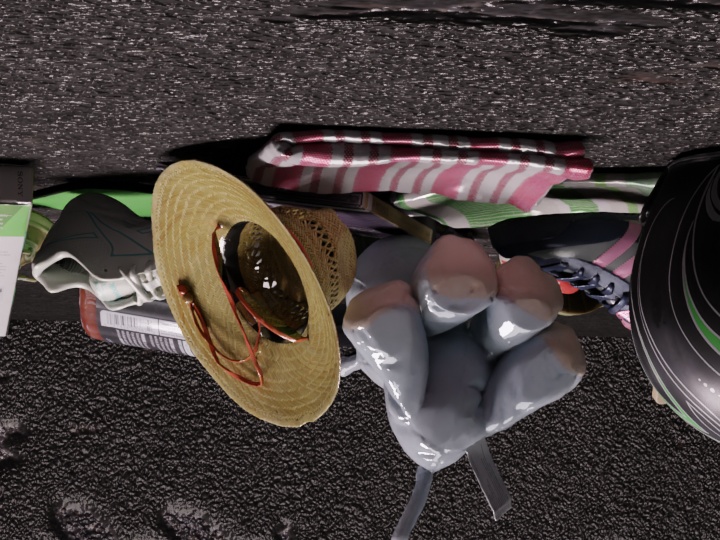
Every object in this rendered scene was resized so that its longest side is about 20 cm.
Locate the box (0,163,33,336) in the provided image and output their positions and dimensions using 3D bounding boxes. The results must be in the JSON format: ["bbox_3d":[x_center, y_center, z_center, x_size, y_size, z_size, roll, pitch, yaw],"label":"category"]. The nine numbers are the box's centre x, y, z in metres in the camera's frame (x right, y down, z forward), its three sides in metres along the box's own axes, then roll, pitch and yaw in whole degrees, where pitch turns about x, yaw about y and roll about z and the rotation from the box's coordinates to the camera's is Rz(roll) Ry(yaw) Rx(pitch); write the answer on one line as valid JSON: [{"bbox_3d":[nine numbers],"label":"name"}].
[{"bbox_3d":[-0.311,-0.014,1.501,0.144,0.037,0.200,3,152,-14],"label":"box"}]

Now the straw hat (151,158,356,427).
[{"bbox_3d":[-0.049,-0.001,1.395,0.085,0.202,0.201,-30,-167,-31],"label":"straw hat"}]

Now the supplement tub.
[{"bbox_3d":[-0.124,0.019,1.760,0.199,0.108,0.107,9,177,11],"label":"supplement tub"}]

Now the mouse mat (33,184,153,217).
[{"bbox_3d":[-0.156,-0.051,1.654,0.199,0.008,0.161,5,174,-31],"label":"mouse mat"}]

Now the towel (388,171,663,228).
[{"bbox_3d":[0.133,-0.049,1.504,0.199,0.024,0.152,0,175,18],"label":"towel"}]

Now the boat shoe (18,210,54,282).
[{"bbox_3d":[-0.301,-0.022,1.647,0.073,0.063,0.200,2,173,26],"label":"boat shoe"}]

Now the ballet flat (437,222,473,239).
[{"bbox_3d":[0.063,-0.012,1.832,0.072,0.072,0.200,1,175,7],"label":"ballet flat"}]

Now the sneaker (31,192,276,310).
[{"bbox_3d":[-0.144,-0.002,1.515,0.199,0.071,0.080,5,-141,29],"label":"sneaker"}]

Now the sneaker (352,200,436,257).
[{"bbox_3d":[0.000,0.000,1.679,0.070,0.100,0.200,1,177,-26],"label":"sneaker"}]

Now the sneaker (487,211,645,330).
[{"bbox_3d":[0.180,0.002,1.495,0.199,0.083,0.070,4,175,-24],"label":"sneaker"}]

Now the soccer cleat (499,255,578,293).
[{"bbox_3d":[0.145,-0.015,1.678,0.085,0.069,0.200,-5,179,17],"label":"soccer cleat"}]

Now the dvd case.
[{"bbox_3d":[-0.042,-0.045,1.508,0.148,0.016,0.200,8,176,16],"label":"dvd case"}]

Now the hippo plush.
[{"bbox_3d":[0.064,0.052,1.492,0.158,0.201,0.161,-15,-160,-5],"label":"hippo plush"}]

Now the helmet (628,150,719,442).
[{"bbox_3d":[0.269,0.026,1.342,0.199,0.192,0.200,2,175,0],"label":"helmet"}]

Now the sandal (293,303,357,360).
[{"bbox_3d":[-0.051,0.049,1.561,0.199,0.043,0.076,5,165,-44],"label":"sandal"}]

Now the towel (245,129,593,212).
[{"bbox_3d":[0.032,-0.062,1.326,0.199,0.030,0.146,2,175,-8],"label":"towel"}]

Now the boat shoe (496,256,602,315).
[{"bbox_3d":[0.182,0.003,1.877,0.063,0.074,0.200,-10,177,44],"label":"boat shoe"}]

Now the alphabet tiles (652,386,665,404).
[{"bbox_3d":[0.292,0.021,1.520,0.195,0.015,0.201,-23,144,-19],"label":"alphabet tiles"}]
